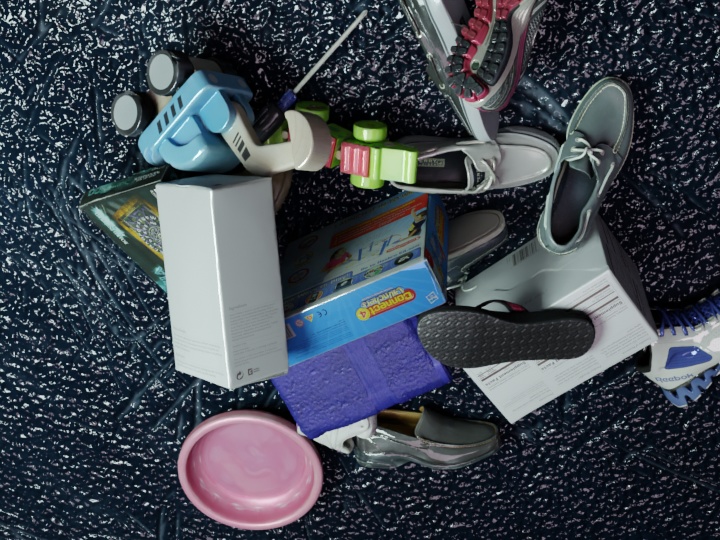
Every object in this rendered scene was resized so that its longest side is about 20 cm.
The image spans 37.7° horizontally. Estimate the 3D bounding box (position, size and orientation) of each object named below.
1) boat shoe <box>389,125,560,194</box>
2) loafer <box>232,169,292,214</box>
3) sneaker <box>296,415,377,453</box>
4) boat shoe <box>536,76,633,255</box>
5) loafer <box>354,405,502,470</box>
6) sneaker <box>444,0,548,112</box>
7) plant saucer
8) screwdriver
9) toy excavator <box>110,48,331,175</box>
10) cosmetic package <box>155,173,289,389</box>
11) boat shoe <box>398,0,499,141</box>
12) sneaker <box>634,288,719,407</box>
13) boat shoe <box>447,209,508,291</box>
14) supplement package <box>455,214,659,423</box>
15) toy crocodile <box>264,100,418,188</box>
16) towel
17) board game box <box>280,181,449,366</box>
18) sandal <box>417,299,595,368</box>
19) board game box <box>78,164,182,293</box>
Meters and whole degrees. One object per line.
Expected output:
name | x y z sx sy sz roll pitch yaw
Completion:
boat shoe | 0.126 -0.117 1.175 0.196 0.066 0.073 3 122 2
loafer | -0.161 -0.071 1.211 0.199 0.077 0.067 -36 127 22
sneaker | -0.006 0.150 1.334 0.099 0.075 0.201 31 125 4
boat shoe | 0.246 -0.112 1.138 0.072 0.062 0.203 22 97 6
loafer | 0.086 0.213 1.380 0.196 0.073 0.073 -5 117 5
sneaker | 0.150 -0.260 1.065 0.074 0.080 0.203 19 97 -56
plant saucer | -0.147 0.263 1.435 0.197 0.051 0.203 1 122 2
screwdriver | -0.060 -0.202 1.128 0.028 0.029 0.200 41 101 -16
toy excavator | -0.137 -0.143 1.093 0.194 0.099 0.202 -41 71 27
cosmetic package | -0.141 0.006 1.075 0.080 0.112 0.204 -12 106 -39
boat shoe | 0.095 -0.227 1.117 0.056 0.069 0.202 -6 123 31
sneaker | 0.399 0.072 1.267 0.114 0.081 0.200 27 121 -16
boat shoe | 0.093 -0.004 1.242 0.198 0.075 0.062 -30 114 21
supplement package | 0.220 0.048 1.218 0.199 0.157 0.111 -33 114 21
toy crocodile | -0.027 -0.134 1.151 0.197 0.062 0.069 20 118 23
towel | -0.007 0.102 1.242 0.198 0.050 0.149 -24 109 12
board game box | 0.000 0.000 1.176 0.197 0.197 0.056 -23 114 17
sandal | 0.151 0.063 1.123 0.196 0.045 0.076 2 127 -13
board game box | -0.203 -0.029 1.180 0.134 0.028 0.200 -11 135 34
